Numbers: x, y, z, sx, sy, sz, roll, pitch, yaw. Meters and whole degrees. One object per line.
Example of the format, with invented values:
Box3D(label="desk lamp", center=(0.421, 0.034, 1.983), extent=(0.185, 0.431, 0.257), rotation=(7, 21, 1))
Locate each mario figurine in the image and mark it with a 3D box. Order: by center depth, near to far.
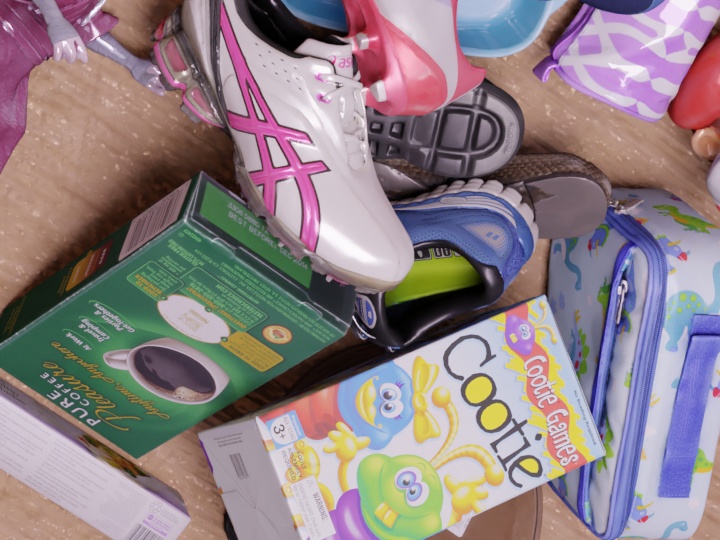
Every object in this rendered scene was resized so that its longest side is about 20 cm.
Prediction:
Box3D(label="mario figurine", center=(0.263, -0.061, 1.335), extent=(0.105, 0.124, 0.201), rotation=(-24, 120, 8))

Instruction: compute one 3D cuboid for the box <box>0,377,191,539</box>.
Box3D(label="box", center=(-0.191, 0.109, 1.308), extent=(0.200, 0.039, 0.042), rotation=(36, 96, -25))

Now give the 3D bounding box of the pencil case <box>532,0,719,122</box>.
Box3D(label="pencil case", center=(0.184, -0.188, 1.278), extent=(0.085, 0.084, 0.201), rotation=(18, 105, -24))

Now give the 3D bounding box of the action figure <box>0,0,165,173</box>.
Box3D(label="action figure", center=(-0.194, -0.136, 1.200), extent=(0.149, 0.134, 0.200), rotation=(39, 82, 17))

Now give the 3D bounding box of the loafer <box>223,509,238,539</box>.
Box3D(label="loafer", center=(0.012, 0.186, 1.379), extent=(0.199, 0.072, 0.073), rotation=(9, 108, -19))

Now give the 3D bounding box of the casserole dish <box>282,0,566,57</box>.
Box3D(label="casserole dish", center=(0.032, -0.195, 1.257), extent=(0.199, 0.039, 0.122), rotation=(8, 108, -18))

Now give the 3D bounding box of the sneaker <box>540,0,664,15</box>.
Box3D(label="sneaker", center=(0.093, -0.180, 1.182), extent=(0.199, 0.083, 0.074), rotation=(25, 147, -32))

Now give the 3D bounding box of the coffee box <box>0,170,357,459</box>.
Box3D(label="coffee box", center=(-0.111, 0.029, 1.240), extent=(0.123, 0.044, 0.200), rotation=(35, 135, -24))

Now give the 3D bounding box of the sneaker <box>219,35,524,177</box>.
Box3D(label="sneaker", center=(-0.003, -0.100, 1.269), extent=(0.199, 0.079, 0.076), rotation=(13, 113, -1))

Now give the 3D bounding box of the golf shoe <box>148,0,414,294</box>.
Box3D(label="golf shoe", center=(-0.031, -0.079, 1.176), extent=(0.092, 0.073, 0.200), rotation=(-40, 84, 31))

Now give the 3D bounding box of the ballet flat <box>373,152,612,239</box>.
Box3D(label="ballet flat", center=(0.051, -0.049, 1.300), extent=(0.198, 0.046, 0.068), rotation=(-1, 123, 7))

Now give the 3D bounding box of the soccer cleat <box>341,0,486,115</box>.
Box3D(label="soccer cleat", center=(0.015, -0.185, 1.190), extent=(0.076, 0.067, 0.201), rotation=(-16, 97, -25))

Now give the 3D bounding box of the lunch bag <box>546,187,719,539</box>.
Box3D(label="lunch bag", center=(0.167, 0.056, 1.326), extent=(0.082, 0.161, 0.201), rotation=(1, 111, -17))

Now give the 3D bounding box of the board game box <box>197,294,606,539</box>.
Box3D(label="board game box", center=(0.024, 0.102, 1.271), extent=(0.199, 0.105, 0.104), rotation=(-22, 90, -24))

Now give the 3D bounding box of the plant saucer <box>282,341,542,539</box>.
Box3D(label="plant saucer", center=(0.029, 0.141, 1.339), extent=(0.199, 0.029, 0.202), rotation=(5, 78, -23))

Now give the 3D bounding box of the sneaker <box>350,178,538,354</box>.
Box3D(label="sneaker", center=(0.000, 0.000, 1.255), extent=(0.199, 0.089, 0.079), rotation=(-10, 118, 23))
